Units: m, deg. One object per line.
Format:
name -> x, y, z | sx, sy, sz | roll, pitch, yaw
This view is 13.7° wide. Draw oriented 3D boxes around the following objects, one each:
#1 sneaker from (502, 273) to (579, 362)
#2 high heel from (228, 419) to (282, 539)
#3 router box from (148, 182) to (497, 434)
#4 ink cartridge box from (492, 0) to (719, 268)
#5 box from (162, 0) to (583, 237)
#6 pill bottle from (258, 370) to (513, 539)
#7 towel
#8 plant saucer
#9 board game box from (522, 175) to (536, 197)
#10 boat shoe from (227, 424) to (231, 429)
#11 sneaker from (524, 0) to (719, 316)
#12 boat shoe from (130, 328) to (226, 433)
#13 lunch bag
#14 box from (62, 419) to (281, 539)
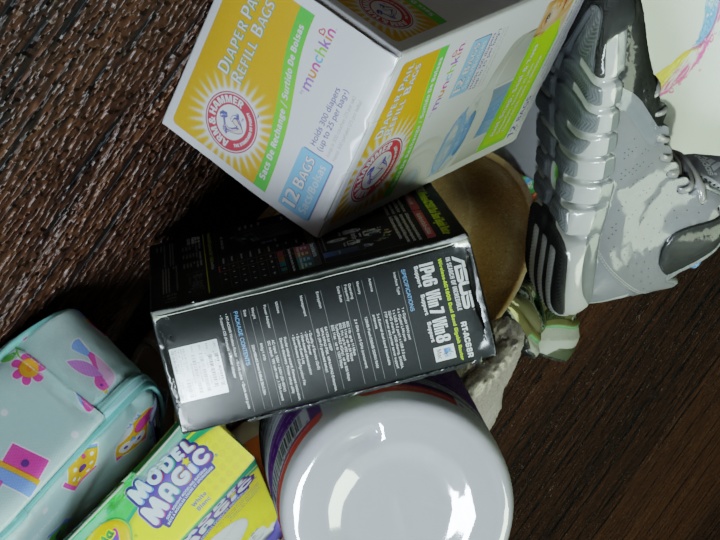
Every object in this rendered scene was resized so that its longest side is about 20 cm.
sneaker -> 0.097, 0.000, 1.802 | 0.089, 0.077, 0.200 | -67, 167, 3
high heel -> -0.039, 0.115, 1.681 | 0.096, 0.067, 0.200 | -54, 160, -37
router box -> -0.022, 0.014, 1.437 | 0.149, 0.062, 0.200 | -15, -170, -1
ink cartridge box -> 0.137, -0.110, 1.656 | 0.200, 0.085, 0.145 | 27, 101, -32
box -> 0.011, -0.110, 1.474 | 0.200, 0.101, 0.113 | -27, 149, -54
pill bottle -> 0.007, 0.091, 1.487 | 0.112, 0.111, 0.200 | -55, -167, 8
towel -> 0.019, 0.118, 1.662 | 0.200, 0.034, 0.133 | -46, 169, -22
plant saucer -> 0.000, 0.000, 1.620 | 0.200, 0.035, 0.201 | -20, 139, -19
board game box -> 0.015, -0.004, 1.766 | 0.166, 0.057, 0.200 | -56, 163, 15
boat shoe -> -0.124, 0.180, 1.738 | 0.065, 0.074, 0.202 | -15, 130, -65
sneaker -> 0.155, -0.071, 1.588 | 0.115, 0.075, 0.200 | -5, 127, -17
boat shoe -> -0.123, 0.116, 1.622 | 0.065, 0.072, 0.200 | -13, 133, -33
lunch bag -> -0.175, 0.122, 1.482 | 0.200, 0.077, 0.161 | -46, 161, -20
box -> -0.098, 0.136, 1.499 | 0.117, 0.048, 0.200 | -47, 164, -9
